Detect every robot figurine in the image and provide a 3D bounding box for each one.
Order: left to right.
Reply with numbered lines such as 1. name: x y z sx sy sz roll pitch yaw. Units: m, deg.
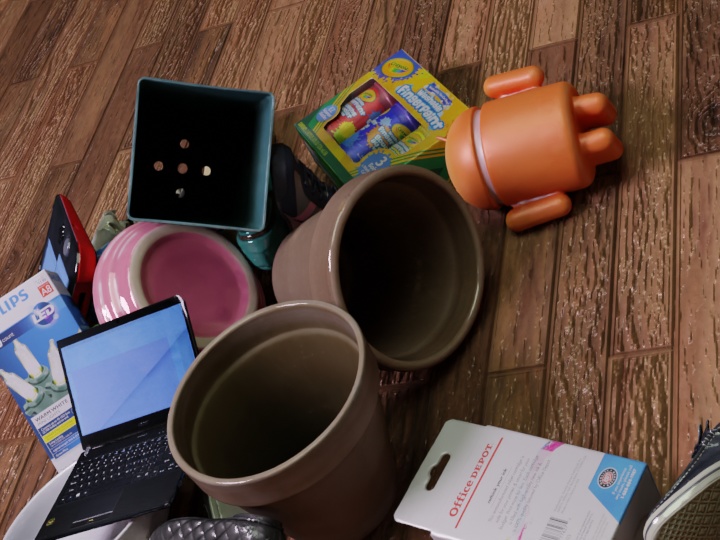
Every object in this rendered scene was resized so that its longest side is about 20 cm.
1. robot figurine: 0.175 -0.133 1.401 0.197 0.145 0.117 -14 25 21

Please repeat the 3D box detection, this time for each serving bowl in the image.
1. serving bowl: -0.264 0.262 1.306 0.198 0.066 0.201 -26 26 14

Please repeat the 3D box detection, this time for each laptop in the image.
1. laptop: -0.245 0.146 1.288 0.175 0.104 0.201 -20 29 28

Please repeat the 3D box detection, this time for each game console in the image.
1. game console: -0.359 0.034 1.548 0.177 0.031 0.202 48 125 52

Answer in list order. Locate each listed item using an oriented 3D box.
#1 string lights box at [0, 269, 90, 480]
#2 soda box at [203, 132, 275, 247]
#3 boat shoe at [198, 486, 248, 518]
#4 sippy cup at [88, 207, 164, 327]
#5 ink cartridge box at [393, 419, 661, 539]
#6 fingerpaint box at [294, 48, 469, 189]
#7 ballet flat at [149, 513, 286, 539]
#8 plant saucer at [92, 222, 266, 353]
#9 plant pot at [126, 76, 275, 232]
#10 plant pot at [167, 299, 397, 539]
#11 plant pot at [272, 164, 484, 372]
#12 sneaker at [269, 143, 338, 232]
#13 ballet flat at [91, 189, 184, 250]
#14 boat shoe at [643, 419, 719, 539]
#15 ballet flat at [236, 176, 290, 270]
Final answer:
1. string lights box: -0.325 0.112 1.422 0.102 0.201 0.059 -33 -3 -1
2. soda box: -0.152 -0.121 1.645 0.067 0.064 0.202 -17 42 17
3. boat shoe: -0.127 0.202 1.299 0.061 0.071 0.203 123 147 -43
4. sippy cup: -0.254 0.010 1.535 0.129 0.142 0.177 -17 -3 32
5. ink cartridge box: 0.140 0.206 1.111 0.198 0.068 0.116 9 54 39
6. fingerpaint box: 0.036 -0.154 1.547 0.166 0.074 0.200 -34 39 -3
7. ballet flat: -0.137 0.253 1.176 0.199 0.066 0.058 -20 50 50
8. plant saucer: -0.187 0.026 1.418 0.051 0.199 0.202 -45 21 48
9. plant pot: -0.181 -0.115 1.415 0.139 0.144 0.200 5 -1 -13
10. plant pot: -0.051 0.158 1.203 0.198 0.174 0.202 -18 42 17
11. plant pot: 0.000 0.000 1.343 0.174 0.201 0.201 -3 44 53
12. sneaker: -0.046 -0.080 1.432 0.081 0.200 0.071 -10 62 8
13. ballet flat: -0.286 -0.056 1.661 0.198 0.069 0.068 -32 39 1
14. boat shoe: 0.297 0.157 1.060 0.199 0.075 0.062 -39 34 -16
15. ballet flat: -0.105 -0.065 1.519 0.066 0.071 0.201 -14 32 12
